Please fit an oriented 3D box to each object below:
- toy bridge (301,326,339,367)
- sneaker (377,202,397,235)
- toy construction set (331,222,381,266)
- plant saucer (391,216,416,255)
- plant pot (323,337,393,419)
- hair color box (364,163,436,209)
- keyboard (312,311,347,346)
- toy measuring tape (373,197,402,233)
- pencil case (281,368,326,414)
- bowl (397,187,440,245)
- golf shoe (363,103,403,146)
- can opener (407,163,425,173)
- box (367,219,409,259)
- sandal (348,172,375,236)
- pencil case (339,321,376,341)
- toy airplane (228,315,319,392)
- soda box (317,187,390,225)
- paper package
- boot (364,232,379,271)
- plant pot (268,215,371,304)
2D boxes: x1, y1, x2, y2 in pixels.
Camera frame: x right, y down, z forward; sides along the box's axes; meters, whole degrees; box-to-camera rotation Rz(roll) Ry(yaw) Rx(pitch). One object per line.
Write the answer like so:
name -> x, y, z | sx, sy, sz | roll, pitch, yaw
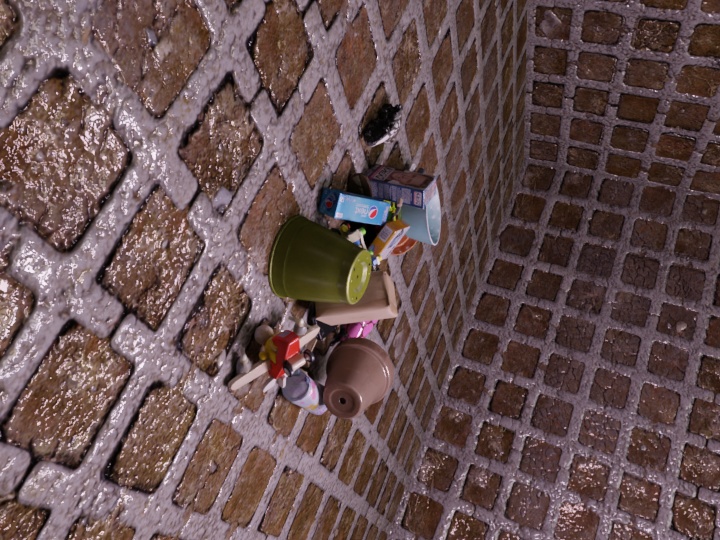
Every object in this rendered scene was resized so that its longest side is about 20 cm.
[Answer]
toy bridge -> -0.112, 0.189, 1.699 | 0.200, 0.027, 0.068 | -47, 144, -52
sneaker -> 0.069, -0.172, 1.850 | 0.074, 0.083, 0.204 | 11, 76, -50
toy construction set -> -0.042, -0.047, 1.546 | 0.092, 0.199, 0.132 | -38, 99, -44
plant saucer -> 0.130, -0.149, 1.972 | 0.198, 0.032, 0.204 | -19, 122, -33
plant pot -> -0.021, 0.312, 1.660 | 0.175, 0.197, 0.204 | -51, 150, -63
hair color box -> 0.107, -0.242, 1.716 | 0.100, 0.197, 0.061 | -49, 148, -46
keyboard -> -0.080, 0.149, 1.708 | 0.200, 0.020, 0.129 | -37, 113, -62
toy measuring tape -> 0.065, -0.157, 1.720 | 0.074, 0.073, 0.200 | -64, -179, -24
pencil case -> -0.145, 0.331, 1.641 | 0.200, 0.082, 0.092 | 58, 9, -61
bowl -> 0.180, -0.178, 1.874 | 0.200, 0.103, 0.205 | -2, 90, -70
golf shoe -> 0.071, -0.387, 1.697 | 0.201, 0.077, 0.096 | -54, 151, -40
can opener -> 0.153, -0.267, 2.005 | 0.202, 0.066, 0.053 | -63, 155, -15
box -> 0.077, -0.084, 1.710 | 0.120, 0.041, 0.200 | -53, 173, 17
sandal -> 0.003, -0.186, 1.694 | 0.055, 0.080, 0.203 | -81, 165, -55
pencil case -> 0.018, 0.154, 1.844 | 0.093, 0.091, 0.201 | 38, 91, -29
toy airplane -> -0.195, 0.191, 1.386 | 0.198, 0.142, 0.200 | -39, 173, 12
soda box -> -0.013, -0.164, 1.566 | 0.198, 0.067, 0.065 | 4, 105, -48
paper package -> -0.010, 0.076, 1.586 | 0.191, 0.196, 0.105 | 47, 35, -74
boot -> 0.003, 0.000, 1.783 | 0.212, 0.078, 0.160 | -53, 150, -43
plant pot -> -0.082, -0.008, 1.418 | 0.201, 0.190, 0.203 | -49, 148, -47
